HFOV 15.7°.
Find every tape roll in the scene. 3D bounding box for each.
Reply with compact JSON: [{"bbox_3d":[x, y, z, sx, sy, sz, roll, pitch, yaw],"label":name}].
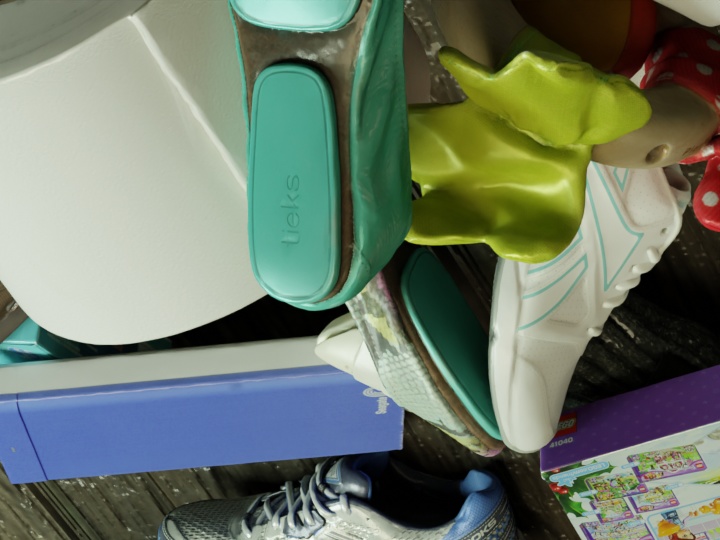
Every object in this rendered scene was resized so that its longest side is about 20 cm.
[{"bbox_3d":[-0.089,-0.090,1.040,0.202,0.203,0.139,-9,131,30],"label":"tape roll"}]

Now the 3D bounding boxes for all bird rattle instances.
[{"bbox_3d":[0.101,-0.084,1.011,0.199,0.164,0.113,-8,148,-30],"label":"bird rattle"}]

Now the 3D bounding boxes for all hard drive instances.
[{"bbox_3d":[-0.078,0.067,1.264,0.199,0.026,0.132,-5,160,-2],"label":"hard drive"}]

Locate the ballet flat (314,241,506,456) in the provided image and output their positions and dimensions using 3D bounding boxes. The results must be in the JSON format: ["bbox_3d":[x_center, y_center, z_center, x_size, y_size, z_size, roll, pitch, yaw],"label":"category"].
[{"bbox_3d":[0.000,0.000,1.170,0.071,0.069,0.201,-23,103,22],"label":"ballet flat"}]

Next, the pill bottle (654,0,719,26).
[{"bbox_3d":[0.066,-0.177,0.948,0.199,0.114,0.114,28,139,-10],"label":"pill bottle"}]

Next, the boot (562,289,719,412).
[{"bbox_3d":[0.128,0.094,1.249,0.157,0.080,0.212,18,130,-9],"label":"boot"}]

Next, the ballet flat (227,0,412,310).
[{"bbox_3d":[-0.011,-0.087,0.940,0.067,0.070,0.201,9,109,26],"label":"ballet flat"}]

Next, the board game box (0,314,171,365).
[{"bbox_3d":[-0.215,0.031,1.298,0.199,0.047,0.151,3,163,19],"label":"board game box"}]

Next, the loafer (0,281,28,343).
[{"bbox_3d":[-0.161,-0.019,1.170,0.073,0.200,0.071,41,-178,22],"label":"loafer"}]

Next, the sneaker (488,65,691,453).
[{"bbox_3d":[0.098,-0.011,1.111,0.080,0.070,0.201,9,111,0],"label":"sneaker"}]

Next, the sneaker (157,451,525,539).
[{"bbox_3d":[-0.011,0.127,1.361,0.199,0.077,0.086,0,127,11],"label":"sneaker"}]

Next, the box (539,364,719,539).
[{"bbox_3d":[0.196,0.096,1.163,0.199,0.039,0.137,-17,127,19],"label":"box"}]
